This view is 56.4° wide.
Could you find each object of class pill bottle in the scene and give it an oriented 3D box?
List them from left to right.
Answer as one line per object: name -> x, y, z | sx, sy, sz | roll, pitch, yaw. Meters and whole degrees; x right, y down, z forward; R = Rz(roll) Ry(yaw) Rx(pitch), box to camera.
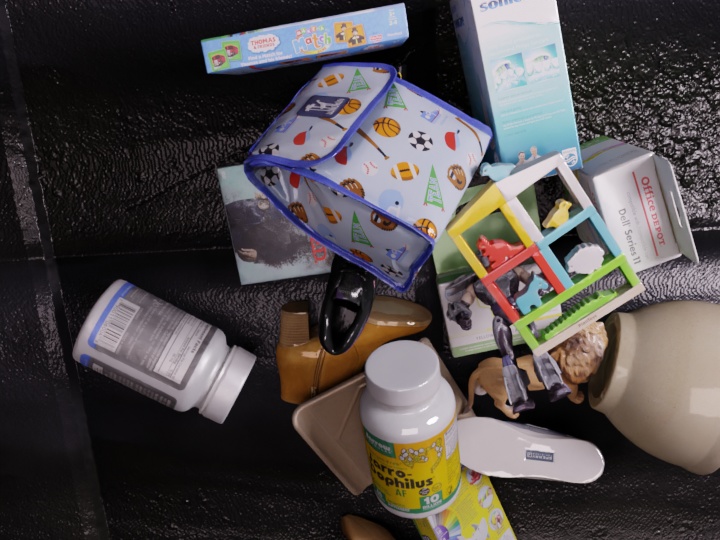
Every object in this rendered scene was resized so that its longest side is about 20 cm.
pill bottle -> -0.239, 0.105, 0.840 | 0.199, 0.114, 0.114 | 29, 105, -7
pill bottle -> 0.058, 0.185, 0.791 | 0.112, 0.113, 0.201 | -6, 123, 3

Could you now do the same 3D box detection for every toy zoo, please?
toy zoo -> 0.176, -0.024, 0.669 | 0.131, 0.020, 0.200 | -35, 105, 13

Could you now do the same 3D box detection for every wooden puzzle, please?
wooden puzzle -> 0.035, 0.191, 0.878 | 0.199, 0.037, 0.185 | -31, 123, 4

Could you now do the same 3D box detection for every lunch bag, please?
lunch bag -> 0.007, -0.109, 0.670 | 0.199, 0.170, 0.124 | 31, 148, 3

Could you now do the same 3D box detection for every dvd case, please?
dvd case -> -0.058, -0.066, 0.790 | 0.199, 0.022, 0.147 | -8, 106, 4

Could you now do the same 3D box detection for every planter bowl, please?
planter bowl -> 0.352, 0.124, 0.798 | 0.134, 0.200, 0.202 | 13, 107, 8

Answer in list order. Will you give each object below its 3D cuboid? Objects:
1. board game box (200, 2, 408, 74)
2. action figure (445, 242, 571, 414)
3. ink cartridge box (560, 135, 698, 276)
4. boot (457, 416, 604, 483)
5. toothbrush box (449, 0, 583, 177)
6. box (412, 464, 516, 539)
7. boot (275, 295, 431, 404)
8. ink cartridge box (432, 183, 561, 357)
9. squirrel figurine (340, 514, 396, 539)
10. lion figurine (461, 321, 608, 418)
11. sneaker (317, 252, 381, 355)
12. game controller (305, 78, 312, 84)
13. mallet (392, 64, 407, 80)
board game box -> -0.052, -0.241, 0.713 | 0.199, 0.151, 0.037 | -8, 105, 3
action figure -> 0.171, 0.055, 0.765 | 0.130, 0.069, 0.201 | -27, 70, 21
ink cartridge box -> 0.280, -0.071, 0.730 | 0.067, 0.200, 0.118 | -21, 105, 8
boot -> 0.211, 0.238, 0.885 | 0.199, 0.090, 0.073 | 11, 82, 12
toothbrush box -> 0.162, -0.206, 0.722 | 0.085, 0.146, 0.201 | -15, 105, 5
box -> 0.136, 0.337, 0.904 | 0.117, 0.048, 0.201 | -34, 109, -32
boot -> -0.009, 0.111, 0.867 | 0.200, 0.071, 0.145 | 0, 113, 4
ink cartridge box -> 0.164, -0.003, 0.834 | 0.145, 0.048, 0.201 | -12, 108, 5
squirrel figurine -> 0.021, 0.474, 0.936 | 0.199, 0.142, 0.188 | 15, 113, 0
lion figurine -> 0.205, 0.124, 0.820 | 0.199, 0.073, 0.123 | -21, 141, 10
sneaker -> 0.000, 0.000, 0.749 | 0.075, 0.088, 0.201 | 13, 104, -1
game controller -> -0.049, -0.122, 0.799 | 0.104, 0.042, 0.201 | 27, 107, 10
mallet -> 0.041, -0.139, 0.804 | 0.065, 0.041, 0.201 | -7, 99, 20
